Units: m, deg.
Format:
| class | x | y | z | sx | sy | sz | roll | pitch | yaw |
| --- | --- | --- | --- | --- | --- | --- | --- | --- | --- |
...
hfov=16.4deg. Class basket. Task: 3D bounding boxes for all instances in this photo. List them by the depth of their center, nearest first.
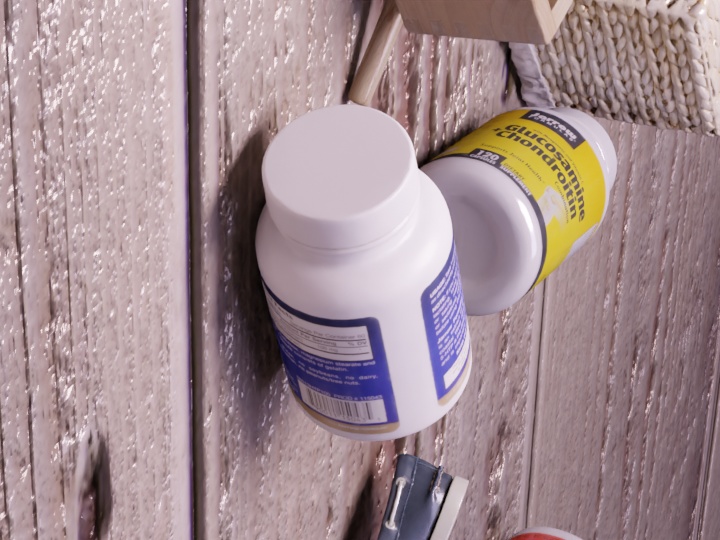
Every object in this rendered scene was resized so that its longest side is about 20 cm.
| class | x | y | z | sx | sy | sz | roll | pitch | yaw |
| --- | --- | --- | --- | --- | --- | --- | --- | --- | --- |
| basket | 0.209 | -0.225 | 1.810 | 0.200 | 0.160 | 0.199 | 64 | 45 | -62 |

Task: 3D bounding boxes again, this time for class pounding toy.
| class | x | y | z | sx | sy | sz | roll | pitch | yaw |
| --- | --- | --- | --- | --- | --- | --- | --- | --- | --- |
| pounding toy | 0.063 | -0.226 | 1.517 | 0.185 | 0.141 | 0.201 | -60 | 144 | -33 |

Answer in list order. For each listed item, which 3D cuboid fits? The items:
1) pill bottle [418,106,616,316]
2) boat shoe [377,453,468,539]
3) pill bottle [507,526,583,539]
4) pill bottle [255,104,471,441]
| class | x | y | z | sx | sy | sz | roll | pitch | yaw |
| --- | --- | --- | --- | --- | --- | --- | --- | --- | --- |
| pill bottle | 0.108 | -0.050 | 1.743 | 0.200 | 0.111 | 0.113 | -37 | 138 | -58 |
| boat shoe | 0.012 | 0.228 | 1.767 | 0.075 | 0.062 | 0.201 | -12 | 126 | -84 |
| pill bottle | 0.129 | 0.316 | 2.056 | 0.200 | 0.112 | 0.113 | -53 | 151 | -42 |
| pill bottle | 0.000 | 0.000 | 1.502 | 0.120 | 0.119 | 0.201 | -60 | 155 | -32 |
